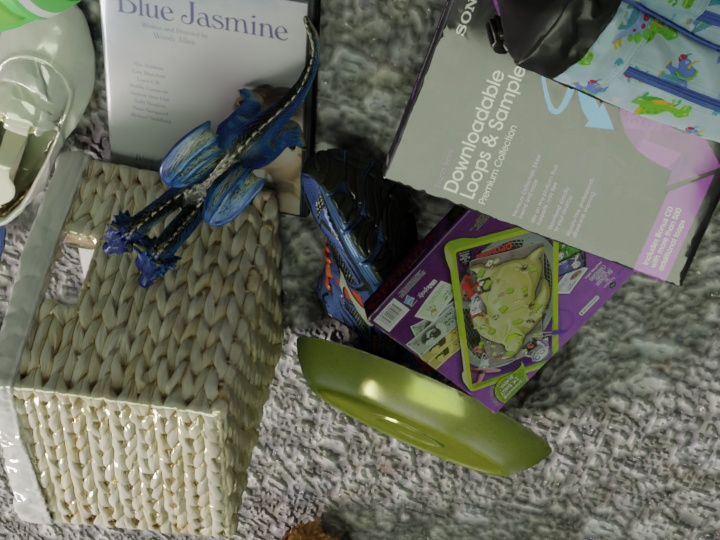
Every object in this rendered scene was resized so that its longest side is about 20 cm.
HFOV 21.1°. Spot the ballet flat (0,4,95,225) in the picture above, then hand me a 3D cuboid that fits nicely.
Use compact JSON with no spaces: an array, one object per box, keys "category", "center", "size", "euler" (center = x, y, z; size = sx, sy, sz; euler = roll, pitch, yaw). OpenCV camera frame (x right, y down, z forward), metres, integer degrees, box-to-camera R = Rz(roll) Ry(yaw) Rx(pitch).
[{"category":"ballet flat","center":[-0.224,-0.099,1.294],"size":[0.069,0.070,0.200],"euler":[21,138,-6]}]

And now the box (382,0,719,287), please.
[{"category":"box","center":[0.129,-0.089,1.171],"size":[0.199,0.036,0.143],"euler":[20,111,-2]}]

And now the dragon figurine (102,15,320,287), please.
[{"category":"dragon figurine","center":[-0.086,-0.066,1.219],"size":[0.059,0.099,0.200],"euler":[45,126,-3]}]

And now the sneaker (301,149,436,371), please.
[{"category":"sneaker","center":[0.000,0.000,1.317],"size":[0.078,0.075,0.200],"euler":[-4,134,26]}]

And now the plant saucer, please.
[{"category":"plant saucer","center":[0.040,0.103,1.383],"size":[0.199,0.031,0.200],"euler":[23,170,4]}]

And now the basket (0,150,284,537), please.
[{"category":"basket","center":[-0.148,0.060,1.334],"size":[0.160,0.199,0.200],"euler":[9,146,4]}]

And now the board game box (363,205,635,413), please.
[{"category":"board game box","center":[0.111,-0.011,1.246],"size":[0.120,0.032,0.200],"euler":[38,106,-19]}]

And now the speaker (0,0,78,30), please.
[{"category":"speaker","center":[-0.265,-0.182,1.191],"size":[0.199,0.089,0.089],"euler":[-9,133,26]}]

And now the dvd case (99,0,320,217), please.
[{"category":"dvd case","center":[-0.098,-0.119,1.268],"size":[0.142,0.018,0.200],"euler":[11,138,7]}]

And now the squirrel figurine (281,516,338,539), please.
[{"category":"squirrel figurine","center":[-0.059,0.310,1.590],"size":[0.141,0.201,0.187],"euler":[-19,148,22]}]

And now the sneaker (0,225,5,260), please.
[{"category":"sneaker","center":[-0.321,-0.058,1.359],"size":[0.075,0.079,0.200],"euler":[-9,133,26]}]

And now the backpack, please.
[{"category":"backpack","center":[0.180,-0.146,1.054],"size":[0.200,0.163,0.154],"euler":[33,122,-28]}]
